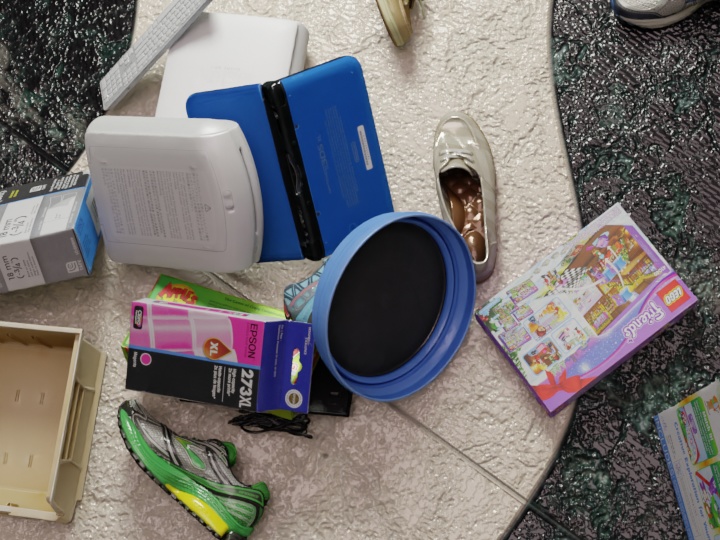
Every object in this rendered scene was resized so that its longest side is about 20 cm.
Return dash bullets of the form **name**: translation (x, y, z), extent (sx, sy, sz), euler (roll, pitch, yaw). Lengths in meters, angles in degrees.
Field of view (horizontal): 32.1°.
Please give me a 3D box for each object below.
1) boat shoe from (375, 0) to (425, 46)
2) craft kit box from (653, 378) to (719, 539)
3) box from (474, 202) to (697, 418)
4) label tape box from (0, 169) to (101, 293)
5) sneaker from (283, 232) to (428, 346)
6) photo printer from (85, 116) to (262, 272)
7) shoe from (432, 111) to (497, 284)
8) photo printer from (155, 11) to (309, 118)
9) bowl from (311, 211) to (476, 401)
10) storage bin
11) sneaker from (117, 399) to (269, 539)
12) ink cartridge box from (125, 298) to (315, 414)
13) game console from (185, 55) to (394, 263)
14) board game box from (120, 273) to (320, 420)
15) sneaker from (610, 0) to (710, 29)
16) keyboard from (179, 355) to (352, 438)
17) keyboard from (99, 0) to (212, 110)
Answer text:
- **boat shoe**: translation (0.042, -0.360, 1.465), extent (0.062, 0.073, 0.203), euler (-11, 73, 8)
- **craft kit box**: translation (0.363, 0.208, 1.194), extent (0.048, 0.198, 0.203), euler (-9, 73, -12)
- **box**: translation (0.240, 0.042, 1.341), extent (0.199, 0.039, 0.138), euler (-36, 72, -3)
- **label tape box**: translation (-0.395, -0.036, 1.405), extent (0.197, 0.064, 0.145), euler (-12, 30, 4)
- **sneaker**: translation (0.000, 0.000, 1.354), extent (0.198, 0.080, 0.095), euler (-28, 36, -28)
- **photo printer**: translation (-0.196, -0.083, 1.358), extent (0.197, 0.069, 0.169), euler (5, 114, 29)
- **shoe**: translation (0.119, -0.088, 1.387), extent (0.069, 0.053, 0.203), euler (-9, 73, 6)
- **photo printer**: translation (-0.154, -0.195, 1.449), extent (0.164, 0.070, 0.203), euler (7, 76, 10)
- **bowl**: translation (0.035, 0.035, 1.304), extent (0.039, 0.200, 0.202), euler (25, 77, 49)
- **storage bin**: translation (-0.400, 0.163, 1.374), extent (0.197, 0.094, 0.202), euler (5, 75, 9)
- **sneaker**: translation (-0.182, 0.206, 1.348), extent (0.199, 0.078, 0.085), euler (40, 76, 7)
- **ink cartridge box**: translation (-0.147, 0.090, 1.295), extent (0.197, 0.037, 0.096), euler (7, 97, 13)
- **game console**: translation (-0.076, -0.121, 1.387), extent (0.169, 0.118, 0.203), euler (-24, 112, -28)
- **board game box**: translation (-0.148, 0.082, 1.364), extent (0.197, 0.048, 0.102), euler (16, 57, 14)
- **sneaker**: translation (0.377, -0.335, 1.402), extent (0.197, 0.085, 0.078), euler (-15, 73, 5)
- **keyboard**: translation (-0.106, 0.137, 1.376), extent (0.197, 0.040, 0.105), euler (4, 55, 9)
- **keyboard**: translation (-0.240, -0.269, 1.462), extent (0.200, 0.011, 0.057), euler (-42, 49, 22)
